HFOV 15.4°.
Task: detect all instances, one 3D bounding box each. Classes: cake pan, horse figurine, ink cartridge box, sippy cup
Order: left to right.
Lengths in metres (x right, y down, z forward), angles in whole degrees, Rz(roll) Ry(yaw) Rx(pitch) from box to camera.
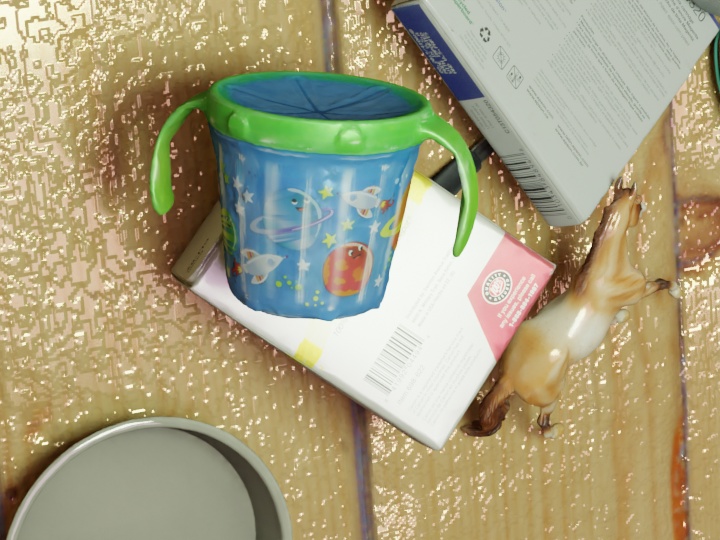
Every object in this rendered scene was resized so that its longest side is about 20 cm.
[{"bbox_3d":[-0.143,0.189,1.744,0.200,0.037,0.201,-5,104,-22],"label":"cake pan"},{"bbox_3d":[-0.029,-0.043,1.604,0.139,0.178,0.131,-9,112,-40],"label":"sippy cup"},{"bbox_3d":[0.000,0.000,1.720,0.200,0.083,0.145,35,87,-15],"label":"ink cartridge box"},{"bbox_3d":[0.133,-0.167,1.765,0.196,0.043,0.200,52,56,-23],"label":"ink cartridge box"},{"bbox_3d":[0.143,0.042,1.795,0.200,0.050,0.133,-47,153,1],"label":"horse figurine"}]

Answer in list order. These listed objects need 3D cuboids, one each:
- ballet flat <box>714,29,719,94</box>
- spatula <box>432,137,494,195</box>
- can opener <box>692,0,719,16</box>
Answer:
[{"bbox_3d":[0.302,-0.082,1.853,0.069,0.071,0.200,-26,111,-31],"label":"ballet flat"},{"bbox_3d":[0.091,-0.085,1.790,0.200,0.021,0.057,-42,113,-9],"label":"spatula"},{"bbox_3d":[0.204,-0.233,1.769,0.200,0.053,0.067,27,67,-34],"label":"can opener"}]
